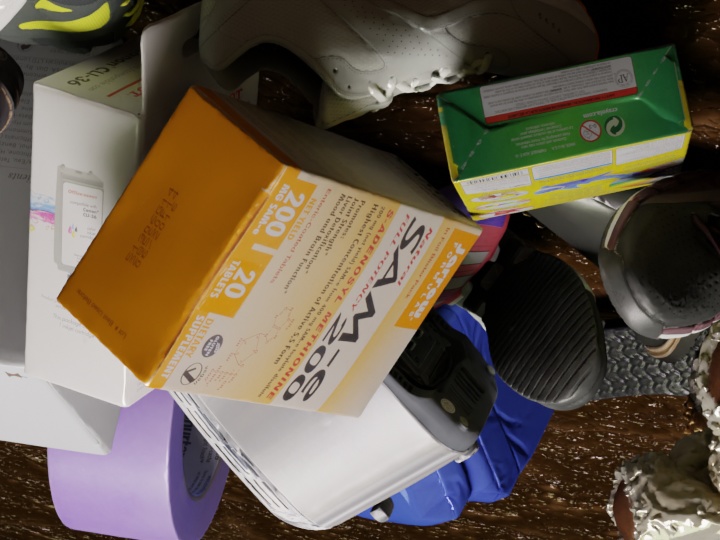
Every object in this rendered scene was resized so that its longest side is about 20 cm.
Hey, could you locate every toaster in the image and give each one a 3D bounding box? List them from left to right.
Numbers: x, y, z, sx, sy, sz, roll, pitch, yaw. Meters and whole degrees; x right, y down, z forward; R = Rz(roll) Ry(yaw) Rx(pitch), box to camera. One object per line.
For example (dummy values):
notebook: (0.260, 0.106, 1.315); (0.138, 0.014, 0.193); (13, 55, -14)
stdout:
toaster: (-0.027, 0.050, 1.292); (0.129, 0.114, 0.200); (-38, 97, 23)

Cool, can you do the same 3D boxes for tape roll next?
tape roll: (-0.140, 0.082, 1.534); (0.084, 0.201, 0.200); (8, 160, 9)

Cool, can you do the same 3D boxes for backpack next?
backpack: (-0.004, 0.075, 1.480); (0.199, 0.168, 0.163); (3, 126, 33)

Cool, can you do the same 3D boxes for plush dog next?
plush dog: (0.248, 0.077, 1.338); (0.159, 0.172, 0.201); (17, 135, -9)

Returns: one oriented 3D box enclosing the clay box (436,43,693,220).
clay box: (0.103, -0.064, 1.129); (0.114, 0.048, 0.200); (-12, 175, 5)

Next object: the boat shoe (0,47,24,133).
boat shoe: (-0.266, -0.127, 1.197); (0.199, 0.073, 0.075); (35, 131, 2)

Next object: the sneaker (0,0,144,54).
sneaker: (-0.134, -0.153, 1.097); (0.084, 0.075, 0.200); (12, 170, -25)

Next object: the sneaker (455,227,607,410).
sneaker: (0.115, 0.034, 1.329); (0.088, 0.074, 0.200); (37, -170, -26)

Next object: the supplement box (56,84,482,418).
supplement box: (-0.039, -0.003, 1.115); (0.073, 0.126, 0.200); (39, -167, 28)

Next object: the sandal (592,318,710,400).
sandal: (0.204, 0.047, 1.475); (0.199, 0.045, 0.076); (-3, 119, 32)

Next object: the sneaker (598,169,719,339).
sneaker: (0.209, -0.038, 1.128); (0.200, 0.076, 0.115); (-29, 177, -42)

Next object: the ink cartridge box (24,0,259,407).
ink cartridge box: (-0.110, -0.048, 1.153); (0.067, 0.201, 0.116); (17, -154, 22)

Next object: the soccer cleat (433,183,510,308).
soccer cleat: (0.000, 0.000, 1.354); (0.199, 0.067, 0.076); (-32, 135, 27)

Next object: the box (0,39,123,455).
box: (-0.188, -0.018, 1.282); (0.106, 0.201, 0.152); (7, 159, 13)

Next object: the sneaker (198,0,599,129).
sneaker: (0.015, -0.105, 1.097); (0.198, 0.093, 0.076); (11, 160, -2)

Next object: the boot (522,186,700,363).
boot: (0.147, -0.020, 1.320); (0.137, 0.078, 0.200); (21, 157, 4)
